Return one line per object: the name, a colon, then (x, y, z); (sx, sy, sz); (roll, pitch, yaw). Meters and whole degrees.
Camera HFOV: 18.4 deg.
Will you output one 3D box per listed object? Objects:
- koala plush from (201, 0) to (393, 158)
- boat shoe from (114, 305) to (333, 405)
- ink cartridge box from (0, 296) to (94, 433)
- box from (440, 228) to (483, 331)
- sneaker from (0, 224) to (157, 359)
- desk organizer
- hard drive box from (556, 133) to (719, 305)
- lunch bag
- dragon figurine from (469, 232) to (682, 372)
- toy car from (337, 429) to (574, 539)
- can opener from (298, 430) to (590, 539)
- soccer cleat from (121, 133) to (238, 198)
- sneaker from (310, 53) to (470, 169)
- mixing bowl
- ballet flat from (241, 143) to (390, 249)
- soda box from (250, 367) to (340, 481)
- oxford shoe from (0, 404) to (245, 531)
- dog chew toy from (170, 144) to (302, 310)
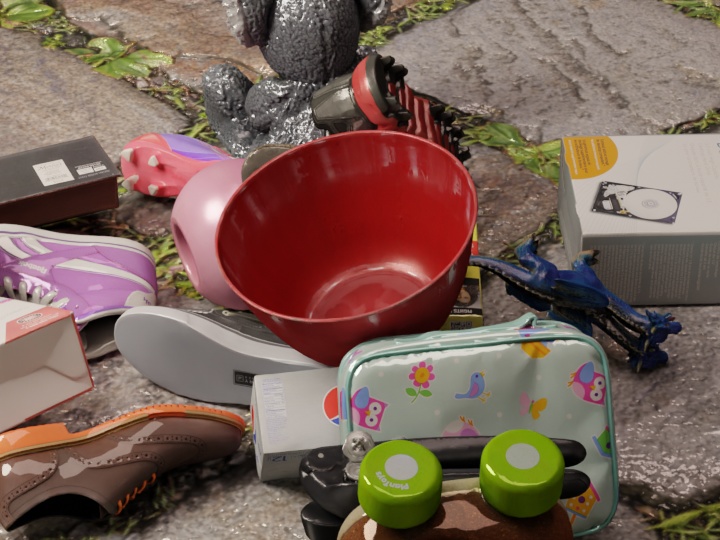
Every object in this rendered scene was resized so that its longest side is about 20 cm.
koala plush: (-0.043, -0.186, 1.975); (0.177, 0.200, 0.184); (-8, 36, -13)
boat shoe: (-0.090, 0.061, 1.735); (0.199, 0.070, 0.066); (11, 31, 14)
ink cartridge box: (-0.305, 0.071, 1.685); (0.116, 0.068, 0.200); (-25, 19, -33)
box: (0.063, -0.001, 1.840); (0.075, 0.050, 0.200); (0, 34, 1)
sneaker: (-0.264, 0.022, 1.789); (0.200, 0.073, 0.114); (-2, 38, -3)
desk organizer: (-0.305, -0.044, 1.875); (0.200, 0.077, 0.072); (-15, 37, -21)
hard drive box: (0.274, -0.045, 1.882); (0.199, 0.077, 0.156); (-1, 35, -3)
lunch bag: (0.084, 0.113, 1.573); (0.199, 0.161, 0.077); (-5, 1, -5)
dragon figurine: (0.158, 0.024, 1.744); (0.200, 0.059, 0.099); (13, 26, -27)
toy car: (0.072, 0.231, 1.418); (0.157, 0.165, 0.200); (-5, 44, -7)
can opener: (0.056, 0.137, 1.510); (0.199, 0.079, 0.064); (-9, 53, -2)
soccer cleat: (-0.118, -0.080, 1.945); (0.200, 0.067, 0.076); (17, 31, 25)
sneaker: (0.025, -0.113, 1.915); (0.098, 0.200, 0.071); (-19, 58, 23)
mixing bowl: (0.000, 0.000, 1.674); (0.200, 0.109, 0.200); (-9, 44, 9)
ballet flat: (-0.003, -0.048, 1.767); (0.200, 0.068, 0.046); (21, 18, -13)
soda box: (0.020, 0.108, 1.649); (0.199, 0.068, 0.064); (-6, 67, -7)
oxford shoe: (-0.176, 0.148, 1.626); (0.199, 0.071, 0.073); (-10, 63, -18)
dog chew toy: (-0.051, -0.046, 1.826); (0.200, 0.125, 0.125); (-20, 39, -13)
